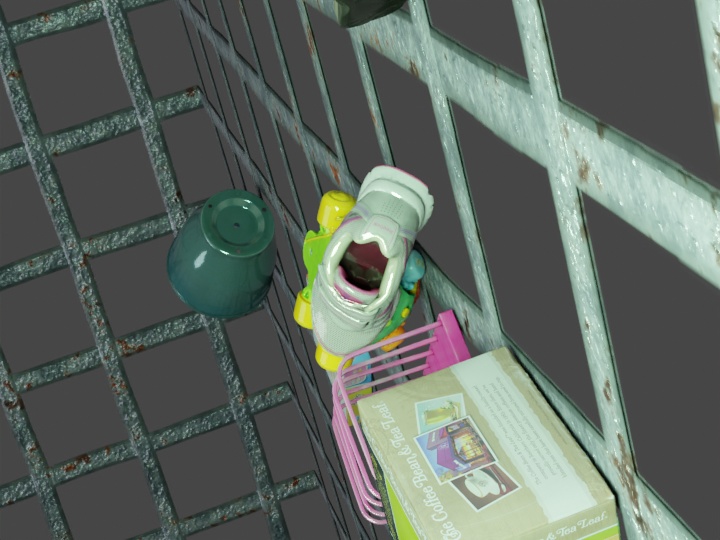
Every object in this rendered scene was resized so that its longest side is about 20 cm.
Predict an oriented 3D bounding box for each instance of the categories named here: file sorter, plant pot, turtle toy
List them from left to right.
[{"bbox_3d":[-0.234,-0.045,2.590,0.201,0.198,0.188,68,156,20],"label":"plant pot"},{"bbox_3d":[0.000,0.000,1.405,0.200,0.100,0.147,-121,41,-55],"label":"turtle toy"},{"bbox_3d":[0.046,0.149,1.361,0.200,0.124,0.140,95,155,-70],"label":"file sorter"}]

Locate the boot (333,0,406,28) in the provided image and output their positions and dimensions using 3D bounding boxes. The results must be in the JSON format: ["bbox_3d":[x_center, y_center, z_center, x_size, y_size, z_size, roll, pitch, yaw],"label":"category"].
[{"bbox_3d":[-0.010,-0.266,1.018,0.200,0.073,0.152,101,150,-84],"label":"boot"}]

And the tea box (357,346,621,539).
[{"bbox_3d":[0.102,0.203,1.090,0.200,0.133,0.198,-122,15,-56],"label":"tea box"}]

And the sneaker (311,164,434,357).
[{"bbox_3d":[-0.005,0.007,1.252,0.088,0.081,0.201,-58,-11,-48],"label":"sneaker"}]

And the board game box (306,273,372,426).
[{"bbox_3d":[-0.028,0.109,2.039,0.200,0.040,0.154,88,162,-62],"label":"board game box"}]
